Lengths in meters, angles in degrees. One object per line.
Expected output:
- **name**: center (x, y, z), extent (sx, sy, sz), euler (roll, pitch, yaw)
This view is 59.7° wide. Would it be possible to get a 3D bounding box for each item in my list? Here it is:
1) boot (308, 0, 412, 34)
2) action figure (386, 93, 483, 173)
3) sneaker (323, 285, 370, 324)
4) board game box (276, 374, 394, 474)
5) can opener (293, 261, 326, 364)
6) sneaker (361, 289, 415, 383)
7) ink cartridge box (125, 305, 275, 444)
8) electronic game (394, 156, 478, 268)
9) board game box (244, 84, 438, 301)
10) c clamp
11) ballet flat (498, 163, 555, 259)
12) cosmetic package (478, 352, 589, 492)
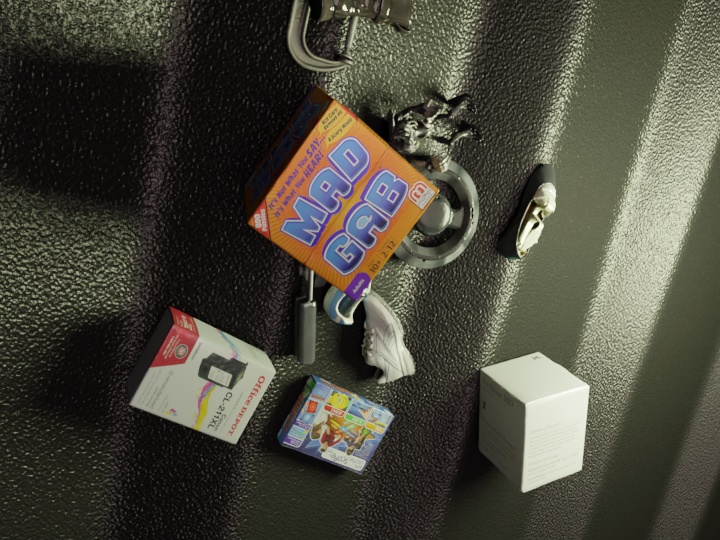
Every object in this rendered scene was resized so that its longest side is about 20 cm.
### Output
- **boot**: center (0.001, -0.462, 0.941), extent (0.169, 0.069, 0.207), euler (-10, 102, -25)
- **action figure**: center (0.116, -0.234, 1.066), extent (0.196, 0.102, 0.122), euler (-25, 117, -20)
- **sneaker**: center (0.000, 0.000, 1.097), extent (0.071, 0.072, 0.205), euler (10, 107, -51)
- **board game box**: center (-0.045, 0.298, 1.201), extent (0.197, 0.034, 0.138), euler (30, 93, -30)
- **can opener**: center (-0.081, 0.062, 1.096), extent (0.065, 0.053, 0.206), euler (-6, 110, -22)
- **sneaker**: center (0.039, 0.130, 1.167), extent (0.085, 0.075, 0.204), euler (-26, 115, -10)
- **ink cartridge box**: center (-0.259, 0.175, 1.032), extent (0.197, 0.083, 0.148), euler (30, 92, -29)
- **electronic game**: center (0.128, -0.105, 1.146), extent (0.194, 0.042, 0.207), euler (-4, 103, -17)
- **board game box**: center (-0.038, -0.123, 0.942), extent (0.198, 0.201, 0.201), euler (35, 100, -22)
- **c clamp**: center (-0.029, -0.406, 0.982), extent (0.167, 0.027, 0.205), euler (15, 99, -29)
- **ballet flat**: center (0.344, -0.110, 1.232), extent (0.072, 0.073, 0.204), euler (26, 94, -29)
- **cosmetic package**: center (0.359, 0.312, 1.322), extent (0.162, 0.167, 0.206), euler (-10, 110, -21)
